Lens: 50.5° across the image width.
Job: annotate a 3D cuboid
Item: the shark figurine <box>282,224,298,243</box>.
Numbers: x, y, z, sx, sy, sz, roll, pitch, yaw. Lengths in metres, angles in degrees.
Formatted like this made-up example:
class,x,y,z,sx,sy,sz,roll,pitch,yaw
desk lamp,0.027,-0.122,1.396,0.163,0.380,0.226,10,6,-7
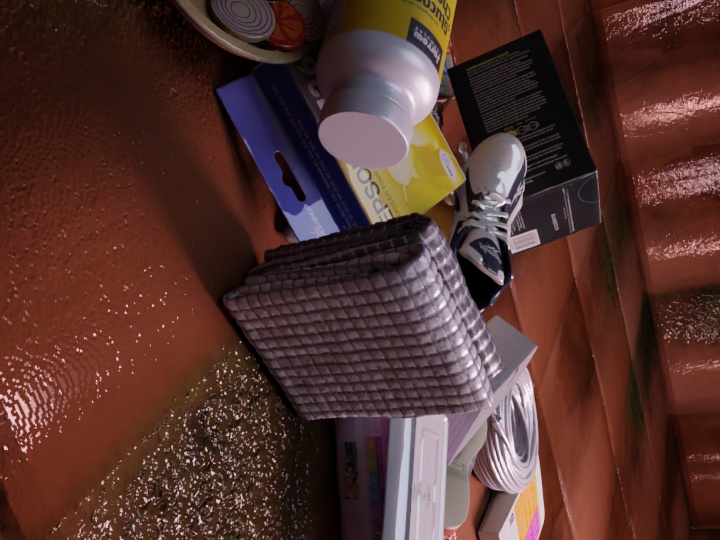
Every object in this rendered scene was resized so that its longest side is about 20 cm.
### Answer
class,x,y,z,sx,sy,sz,roll,pitch,yaw
shark figurine,0.019,0.003,0.795,0.213,0.089,0.129,41,47,-8

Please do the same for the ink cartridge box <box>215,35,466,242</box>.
class,x,y,z,sx,sy,sz,roll,pitch,yaw
ink cartridge box,-0.009,-0.126,0.727,0.199,0.046,0.201,-38,103,-39

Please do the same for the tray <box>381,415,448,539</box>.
class,x,y,z,sx,sy,sz,roll,pitch,yaw
tray,0.057,0.216,0.735,0.107,0.022,0.206,33,56,-50

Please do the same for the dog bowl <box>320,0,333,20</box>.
class,x,y,z,sx,sy,sz,roll,pitch,yaw
dog bowl,-0.006,-0.250,0.859,0.199,0.057,0.206,28,57,-57

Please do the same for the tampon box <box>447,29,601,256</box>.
class,x,y,z,sx,sy,sz,roll,pitch,yaw
tampon box,0.201,-0.152,0.937,0.150,0.123,0.205,46,28,-62

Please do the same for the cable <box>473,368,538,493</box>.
class,x,y,z,sx,sy,sz,roll,pitch,yaw
cable,0.209,0.223,1.125,0.200,0.068,0.205,-46,123,-58

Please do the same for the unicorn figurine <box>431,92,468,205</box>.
class,x,y,z,sx,sy,sz,roll,pitch,yaw
unicorn figurine,0.097,-0.152,0.940,0.137,0.072,0.206,47,30,-70

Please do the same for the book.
class,x,y,z,sx,sy,sz,roll,pitch,yaw
book,0.236,0.389,1.157,0.200,0.047,0.137,-41,121,-57

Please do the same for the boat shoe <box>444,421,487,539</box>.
class,x,y,z,sx,sy,sz,roll,pitch,yaw
boat shoe,0.110,0.237,0.945,0.063,0.069,0.203,114,-5,-46

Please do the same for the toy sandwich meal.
class,x,y,z,sx,sy,sz,roll,pitch,yaw
toy sandwich meal,-0.097,-0.271,0.631,0.202,0.070,0.210,24,52,-35

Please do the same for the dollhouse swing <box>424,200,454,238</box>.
class,x,y,z,sx,sy,sz,roll,pitch,yaw
dollhouse swing,0.087,0.018,0.987,0.180,0.177,0.200,36,35,5

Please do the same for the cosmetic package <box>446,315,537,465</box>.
class,x,y,z,sx,sy,sz,roll,pitch,yaw
cosmetic package,0.136,0.137,0.915,0.199,0.073,0.103,-29,150,-58

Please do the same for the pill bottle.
class,x,y,z,sx,sy,sz,roll,pitch,yaw
pill bottle,0.022,-0.198,0.672,0.112,0.109,0.205,43,52,-49

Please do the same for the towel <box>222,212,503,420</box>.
class,x,y,z,sx,sy,sz,roll,pitch,yaw
towel,0.005,0.047,0.653,0.168,0.196,0.087,60,36,-31

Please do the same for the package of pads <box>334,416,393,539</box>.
class,x,y,z,sx,sy,sz,roll,pitch,yaw
package of pads,0.030,0.206,0.785,0.120,0.074,0.206,9,74,-62

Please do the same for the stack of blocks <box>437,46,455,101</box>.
class,x,y,z,sx,sy,sz,roll,pitch,yaw
stack of blocks,0.070,-0.328,1.022,0.115,0.057,0.206,-21,102,-61

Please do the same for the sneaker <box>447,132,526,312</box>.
class,x,y,z,sx,sy,sz,roll,pitch,yaw
sneaker,0.129,-0.039,0.776,0.203,0.078,0.130,-63,-168,7
